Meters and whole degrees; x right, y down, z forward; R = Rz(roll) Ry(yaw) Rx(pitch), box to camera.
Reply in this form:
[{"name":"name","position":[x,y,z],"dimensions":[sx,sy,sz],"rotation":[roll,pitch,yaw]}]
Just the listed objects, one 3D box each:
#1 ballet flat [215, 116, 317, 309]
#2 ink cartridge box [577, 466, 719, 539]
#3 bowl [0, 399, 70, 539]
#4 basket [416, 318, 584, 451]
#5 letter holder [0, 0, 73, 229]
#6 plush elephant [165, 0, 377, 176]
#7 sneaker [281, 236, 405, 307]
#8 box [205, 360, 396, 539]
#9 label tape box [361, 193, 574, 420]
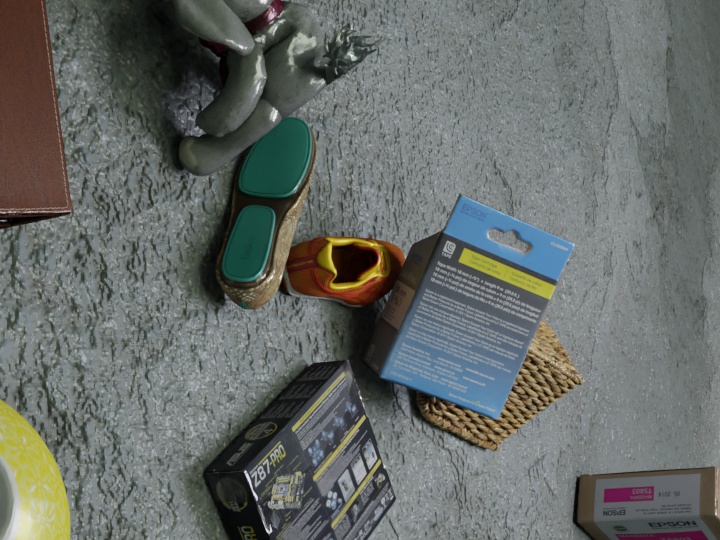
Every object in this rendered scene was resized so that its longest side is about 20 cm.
[{"name":"ballet flat","position":[-0.086,-0.050,1.126],"dimensions":[0.065,0.070,0.200],"rotation":[86,19,-55]},{"name":"ink cartridge box","position":[0.422,0.342,1.715],"dimensions":[0.165,0.200,0.075],"rotation":[45,46,-44]},{"name":"bowl","position":[-0.245,0.139,0.687],"dimensions":[0.200,0.108,0.201],"rotation":[15,60,-28]},{"name":"basket","position":[0.138,0.099,1.443],"dimensions":[0.200,0.149,0.143],"rotation":[30,25,-52]},{"name":"letter holder","position":[-0.279,-0.125,0.779],"dimensions":[0.142,0.100,0.201],"rotation":[-7,89,-57]},{"name":"plush elephant","position":[-0.099,-0.201,1.047],"dimensions":[0.155,0.200,0.165],"rotation":[52,46,-12]},{"name":"sneaker","position":[0.000,0.000,1.227],"dimensions":[0.200,0.077,0.073],"rotation":[-7,88,-60]},{"name":"box","position":[-0.047,0.198,1.130],"dimensions":[0.200,0.049,0.162],"rotation":[-45,122,-53]},{"name":"label tape box","position":[0.110,0.034,1.269],"dimensions":[0.144,0.063,0.200],"rotation":[22,95,-20]}]
